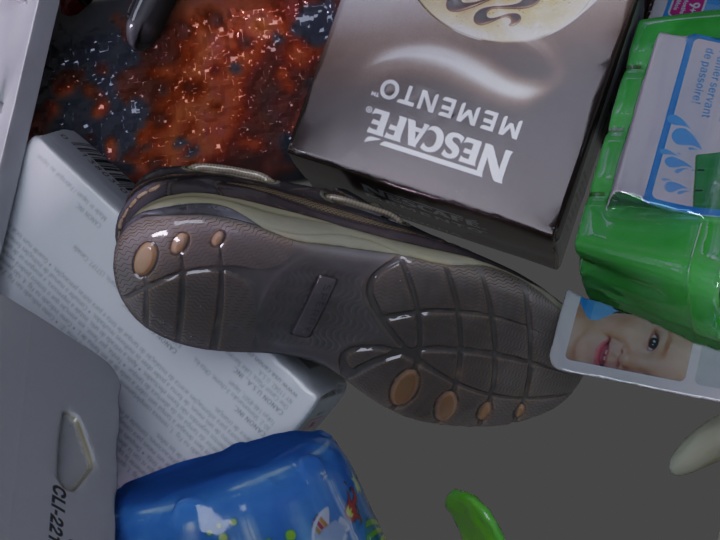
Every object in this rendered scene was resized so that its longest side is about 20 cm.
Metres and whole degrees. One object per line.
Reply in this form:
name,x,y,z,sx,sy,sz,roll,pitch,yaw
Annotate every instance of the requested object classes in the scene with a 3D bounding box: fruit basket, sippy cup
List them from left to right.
sippy cup,-0.036,0.132,0.764,0.139,0.178,0.131,-13,96,32
fruit basket,0.186,-0.029,0.778,0.200,0.094,0.185,8,64,24

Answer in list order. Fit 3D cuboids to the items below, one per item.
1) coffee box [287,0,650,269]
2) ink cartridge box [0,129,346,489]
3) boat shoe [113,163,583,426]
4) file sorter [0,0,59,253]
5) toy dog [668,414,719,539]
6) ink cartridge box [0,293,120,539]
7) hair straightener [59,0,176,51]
coffee box,0.059,-0.115,0.839,0.113,0.080,0.200,18,83,9
ink cartridge box,-0.128,0.068,0.856,0.163,0.057,0.200,42,105,11
boat shoe,0.000,0.000,0.809,0.200,0.073,0.075,20,121,-23
file sorter,-0.220,-0.081,0.821,0.139,0.124,0.200,6,81,33
toy dog,0.151,0.157,0.756,0.194,0.140,0.200,41,87,24
ink cartridge box,-0.183,0.115,0.756,0.084,0.144,0.200,38,113,-25
hair straightener,-0.047,-0.178,0.888,0.077,0.041,0.200,30,81,10
